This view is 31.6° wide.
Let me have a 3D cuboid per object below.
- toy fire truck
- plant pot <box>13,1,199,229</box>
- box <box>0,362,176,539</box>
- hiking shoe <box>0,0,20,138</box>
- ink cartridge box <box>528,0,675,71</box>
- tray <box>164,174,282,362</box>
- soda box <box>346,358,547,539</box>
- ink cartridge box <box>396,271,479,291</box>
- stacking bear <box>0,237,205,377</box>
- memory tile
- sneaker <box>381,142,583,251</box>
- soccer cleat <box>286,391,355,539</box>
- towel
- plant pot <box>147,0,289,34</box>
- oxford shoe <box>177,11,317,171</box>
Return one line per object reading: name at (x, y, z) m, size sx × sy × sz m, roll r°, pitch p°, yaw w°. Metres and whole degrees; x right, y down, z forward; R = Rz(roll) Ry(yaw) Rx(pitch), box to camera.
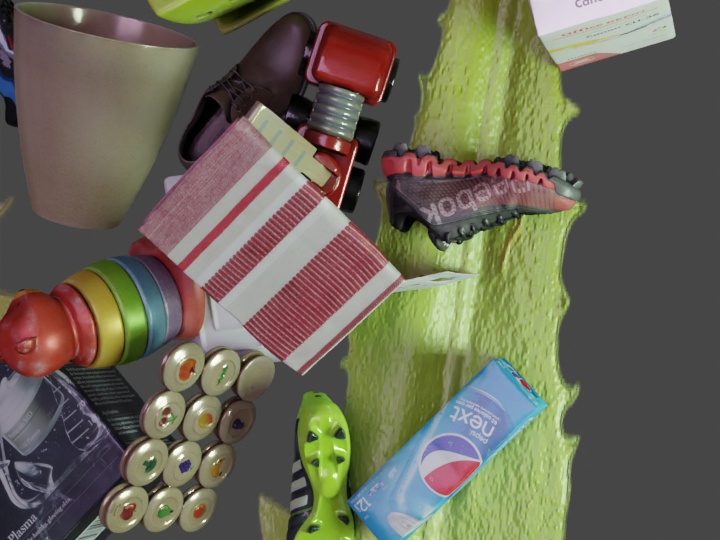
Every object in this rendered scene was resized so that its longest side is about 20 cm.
toy fire truck at (-0.040, -0.146, 1.180) m, size 0.127 × 0.200 × 0.178 m, roll 18°, pitch 93°, yaw -4°
plant pot at (-0.274, -0.152, 1.293) m, size 0.185 × 0.187 × 0.202 m, roll 19°, pitch 106°, yaw 17°
box at (-0.326, 0.187, 1.313) m, size 0.200 × 0.124 × 0.197 m, roll -46°, pitch 74°, yaw 10°
hiking shoe at (-0.403, -0.245, 1.377) m, size 0.087 × 0.074 × 0.201 m, roll -42°, pitch 77°, yaw 11°
ink cartridge box at (0.210, -0.240, 1.122) m, size 0.115 × 0.200 × 0.068 m, roll -15°, pitch 83°, yaw 16°
tray at (-0.139, 0.000, 1.290) m, size 0.106 × 0.022 × 0.203 m, roll -6°, pitch 100°, yaw 16°
soda box at (0.083, 0.175, 1.213) m, size 0.200 × 0.068 × 0.064 m, roll -46°, pitch 76°, yaw 10°
ink cartridge box at (0.000, 0.000, 1.198) m, size 0.198 × 0.160 × 0.048 m, roll -10°, pitch 86°, yaw 16°
stacking bear at (-0.261, 0.043, 1.244) m, size 0.121 × 0.199 × 0.115 m, roll -10°, pitch 98°, yaw 52°
memory tile at (-0.167, 0.167, 1.251) m, size 0.017 × 0.153 × 0.202 m, roll 27°, pitch 97°, yaw 37°
sneaker at (0.111, -0.064, 1.214) m, size 0.198 × 0.071 × 0.099 m, roll 7°, pitch 89°, yaw 19°
soccer cleat at (-0.040, 0.217, 1.255) m, size 0.067 × 0.081 × 0.203 m, roll 1°, pitch 109°, yaw -11°
towel at (-0.077, -0.018, 1.106) m, size 0.200 × 0.023 × 0.144 m, roll 44°, pitch 114°, yaw -10°
plant pot at (-0.119, -0.357, 1.239) m, size 0.198 × 0.181 × 0.201 m, roll -26°, pitch 80°, yaw 15°
oxford shoe at (-0.112, -0.176, 1.281) m, size 0.072 × 0.084 × 0.201 m, roll 37°, pitch 97°, yaw 17°
